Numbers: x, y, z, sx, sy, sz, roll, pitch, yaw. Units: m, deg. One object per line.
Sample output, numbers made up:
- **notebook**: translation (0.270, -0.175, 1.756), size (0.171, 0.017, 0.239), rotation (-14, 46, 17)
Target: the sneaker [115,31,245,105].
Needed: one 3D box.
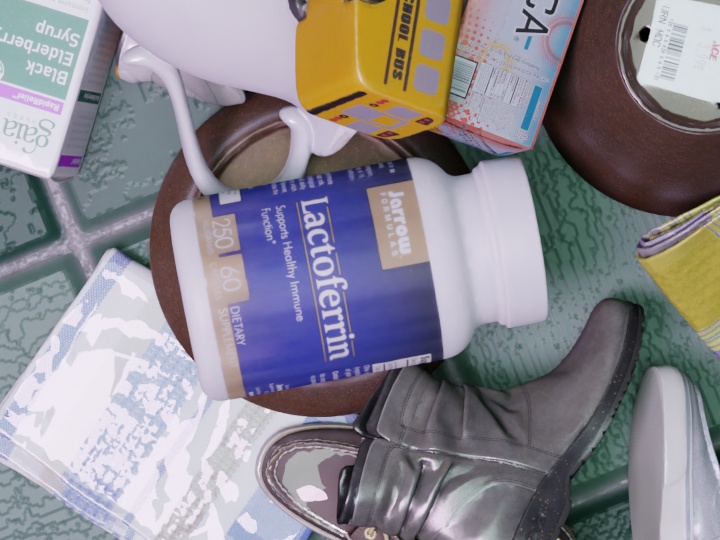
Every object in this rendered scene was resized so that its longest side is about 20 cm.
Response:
- **sneaker**: translation (-0.067, -0.190, 1.687), size (0.092, 0.076, 0.200), rotation (23, 101, -5)

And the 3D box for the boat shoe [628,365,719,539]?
- **boat shoe**: translation (0.200, 0.153, 1.683), size (0.071, 0.070, 0.201), rotation (-6, 92, -13)

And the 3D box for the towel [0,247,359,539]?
- **towel**: translation (-0.109, 0.097, 1.720), size (0.200, 0.024, 0.147), rotation (34, 92, 0)

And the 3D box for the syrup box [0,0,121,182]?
- **syrup box**: translation (-0.180, -0.158, 1.685), size (0.079, 0.081, 0.201), rotation (18, 92, 4)

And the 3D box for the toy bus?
- **toy bus**: translation (0.015, -0.178, 1.541), size (0.078, 0.065, 0.201), rotation (17, 72, -28)

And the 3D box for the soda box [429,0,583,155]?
- **soda box**: translation (0.090, -0.165, 1.581), size (0.063, 0.068, 0.201), rotation (21, 85, -11)

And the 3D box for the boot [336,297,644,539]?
- **boot**: translation (0.074, 0.078, 1.650), size (0.130, 0.068, 0.200), rotation (27, 67, 1)

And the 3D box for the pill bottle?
- **pill bottle**: translation (0.000, 0.000, 1.619), size (0.199, 0.116, 0.116), rotation (-11, 91, -2)

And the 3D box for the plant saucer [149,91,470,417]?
- **plant saucer**: translation (-0.024, -0.015, 1.693), size (0.200, 0.034, 0.201), rotation (0, 87, -1)

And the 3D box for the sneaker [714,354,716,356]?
- **sneaker**: translation (0.269, -0.011, 1.633), size (0.085, 0.077, 0.200), rotation (34, 123, 0)

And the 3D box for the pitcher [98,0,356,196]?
- **pitcher**: translation (-0.073, -0.133, 1.609), size (0.200, 0.121, 0.172), rotation (36, 102, -29)

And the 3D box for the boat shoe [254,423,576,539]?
- **boat shoe**: translation (0.035, 0.143, 1.682), size (0.200, 0.060, 0.072), rotation (23, 94, -5)

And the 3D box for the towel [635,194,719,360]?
- **towel**: translation (0.259, 0.019, 1.609), size (0.143, 0.023, 0.200), rotation (-30, 119, 19)

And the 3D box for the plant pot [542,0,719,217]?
- **plant pot**: translation (0.184, -0.120, 1.600), size (0.186, 0.200, 0.188), rotation (0, 93, 5)
